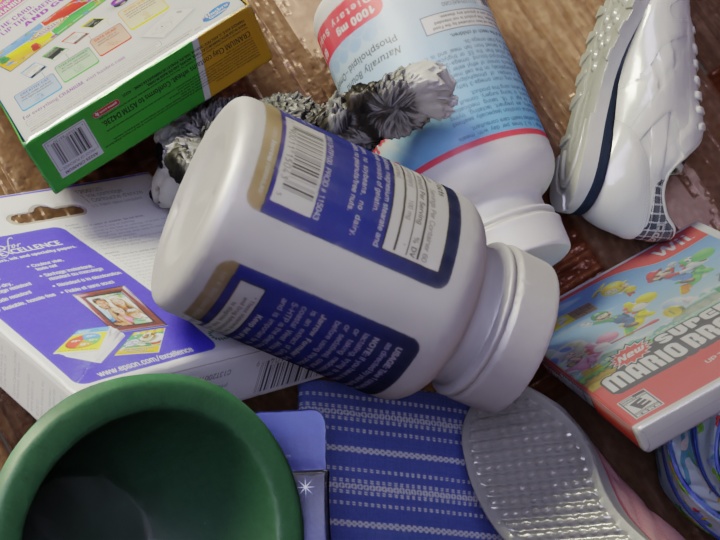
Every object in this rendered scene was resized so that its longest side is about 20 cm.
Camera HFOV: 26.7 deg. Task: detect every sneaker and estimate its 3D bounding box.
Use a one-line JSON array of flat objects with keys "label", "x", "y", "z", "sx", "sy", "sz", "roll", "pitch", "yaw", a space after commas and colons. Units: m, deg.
[{"label": "sneaker", "x": 0.183, "y": -0.118, "z": 0.969, "sx": 0.080, "sy": 0.076, "sz": 0.202, "roll": 19, "pitch": 80, "yaw": -6}, {"label": "sneaker", "x": 0.139, "y": 0.156, "z": 0.887, "sx": 0.075, "sy": 0.105, "sz": 0.200, "roll": -43, "pitch": 62, "yaw": 5}]

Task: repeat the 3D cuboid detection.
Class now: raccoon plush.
[{"label": "raccoon plush", "x": -0.040, "y": -0.082, "z": 0.916, "sx": 0.198, "sy": 0.097, "sz": 0.134, "roll": -19, "pitch": 35, "yaw": 2}]

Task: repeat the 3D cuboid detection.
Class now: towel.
[{"label": "towel", "x": 0.029, "y": 0.167, "z": 0.875, "sx": 0.143, "sy": 0.024, "sz": 0.202, "roll": 9, "pitch": 65, "yaw": -23}]

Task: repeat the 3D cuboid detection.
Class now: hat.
[{"label": "hat", "x": -0.155, "y": 0.143, "z": 0.784, "sx": 0.199, "sy": 0.175, "sz": 0.168, "roll": -14, "pitch": 92, "yaw": -36}]

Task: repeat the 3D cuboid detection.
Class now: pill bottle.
[{"label": "pill bottle", "x": 0.053, "y": -0.088, "z": 0.936, "sx": 0.108, "sy": 0.109, "sz": 0.202, "roll": -21, "pitch": 75, "yaw": -5}, {"label": "pill bottle", "x": 0.000, "y": 0.000, "z": 0.813, "sx": 0.198, "sy": 0.120, "sz": 0.121, "roll": 24, "pitch": 75, "yaw": -17}]

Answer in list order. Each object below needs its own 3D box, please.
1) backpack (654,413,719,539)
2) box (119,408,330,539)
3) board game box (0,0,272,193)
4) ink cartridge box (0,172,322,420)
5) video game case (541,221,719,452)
[{"label": "backpack", "x": 0.270, "y": 0.106, "z": 0.876, "sx": 0.198, "sy": 0.154, "sz": 0.165, "roll": 20, "pitch": 84, "yaw": 19}, {"label": "box", "x": -0.073, "y": 0.176, "z": 0.802, "sx": 0.120, "sy": 0.032, "sz": 0.202, "roll": -3, "pitch": 80, "yaw": 1}, {"label": "board game box", "x": -0.161, "y": -0.147, "z": 0.934, "sx": 0.152, "sy": 0.041, "sz": 0.200, "roll": -32, "pitch": 41, "yaw": -7}, {"label": "ink cartridge box", "x": -0.141, "y": 0.014, "z": 0.873, "sx": 0.197, "sy": 0.044, "sz": 0.199, "roll": -13, "pitch": 39, "yaw": -44}, {"label": "video game case", "x": 0.179, "y": 0.031, "z": 0.867, "sx": 0.142, "sy": 0.200, "sz": 0.018, "roll": -28, "pitch": 108, "yaw": -6}]
